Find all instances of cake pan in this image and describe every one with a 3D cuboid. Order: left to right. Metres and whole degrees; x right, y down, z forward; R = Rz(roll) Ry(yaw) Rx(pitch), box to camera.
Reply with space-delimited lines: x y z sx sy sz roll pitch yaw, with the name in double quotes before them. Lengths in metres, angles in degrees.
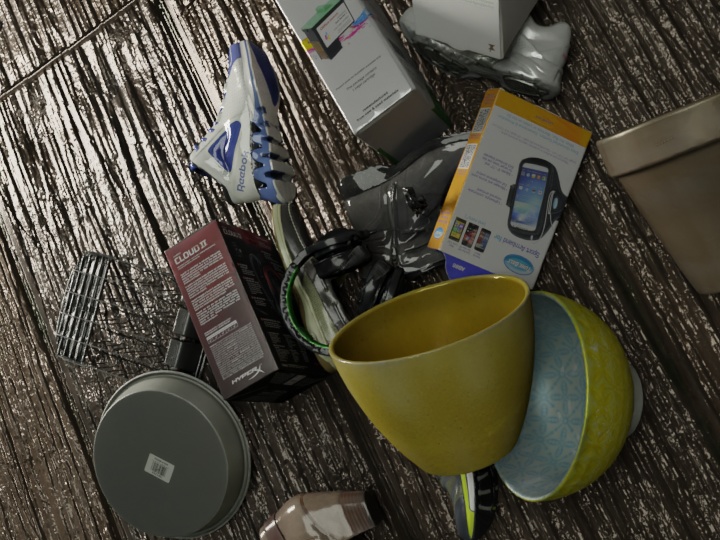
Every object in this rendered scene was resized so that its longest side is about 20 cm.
"cake pan" -0.223 0.218 1.228 0.197 0.037 0.203 3 100 17

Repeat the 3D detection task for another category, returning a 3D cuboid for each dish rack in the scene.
"dish rack" -0.276 0.062 1.293 0.198 0.054 0.156 14 86 24

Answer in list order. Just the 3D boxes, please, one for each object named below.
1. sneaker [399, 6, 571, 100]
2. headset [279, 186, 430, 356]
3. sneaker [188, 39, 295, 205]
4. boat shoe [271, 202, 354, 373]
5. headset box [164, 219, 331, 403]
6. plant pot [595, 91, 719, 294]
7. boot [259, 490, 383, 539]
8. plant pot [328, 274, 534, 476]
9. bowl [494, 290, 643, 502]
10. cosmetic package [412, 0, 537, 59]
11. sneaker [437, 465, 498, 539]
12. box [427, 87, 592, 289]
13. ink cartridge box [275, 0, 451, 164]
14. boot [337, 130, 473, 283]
"sneaker" 0.141 -0.260 1.173 0.198 0.078 0.100 22 83 15
"headset" 0.000 0.000 1.123 0.123 0.094 0.200 43 90 6
"sneaker" -0.152 -0.165 1.261 0.114 0.080 0.202 -13 79 17
"boat shoe" -0.044 0.012 1.204 0.065 0.072 0.203 -21 76 7
"headset box" -0.126 0.040 1.185 0.074 0.148 0.202 -29 74 14
"plant pot" 0.345 -0.079 1.010 0.198 0.200 0.176 -21 91 17
"boot" -0.025 0.335 1.154 0.145 0.070 0.202 -27 72 22
"plant pot" 0.084 0.108 1.021 0.197 0.200 0.144 -13 105 19
"bowl" 0.212 0.125 1.050 0.106 0.200 0.203 5 82 -21
"cosmetic package" 0.143 -0.328 1.124 0.106 0.085 0.201 19 59 21
"sneaker" 0.089 0.187 1.129 0.080 0.074 0.203 -22 68 24
"box" 0.152 -0.074 1.118 0.118 0.041 0.202 22 92 -18
"ink cartridge box" 0.002 -0.233 1.175 0.083 0.145 0.202 -34 72 13
"boot" 0.078 -0.066 1.174 0.198 0.070 0.133 -22 82 24
